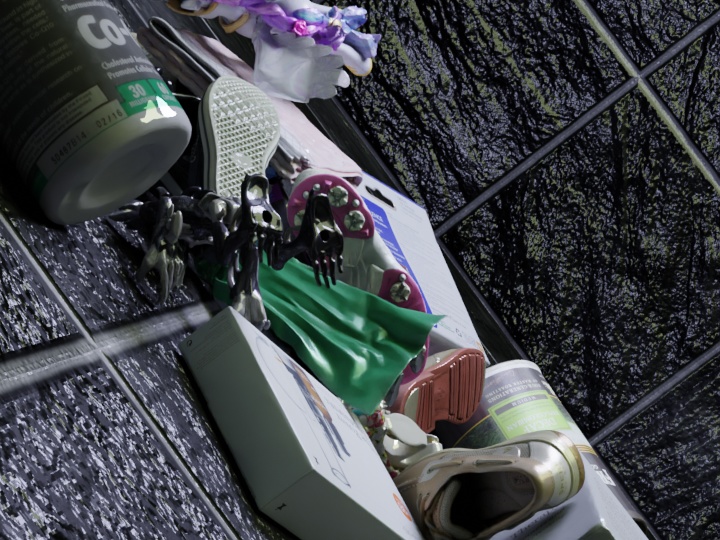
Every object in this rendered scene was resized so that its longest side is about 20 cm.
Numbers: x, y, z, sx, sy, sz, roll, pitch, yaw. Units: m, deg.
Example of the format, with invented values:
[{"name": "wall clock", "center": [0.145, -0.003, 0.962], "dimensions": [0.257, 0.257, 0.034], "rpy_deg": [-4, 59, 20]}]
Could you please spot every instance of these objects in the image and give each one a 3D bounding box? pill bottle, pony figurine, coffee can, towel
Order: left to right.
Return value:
[{"name": "pill bottle", "center": [-0.207, -0.140, 1.196], "dimensions": [0.201, 0.113, 0.113], "rpy_deg": [55, 7, 12]}, {"name": "towel", "center": [-0.095, -0.147, 1.647], "dimensions": [0.200, 0.032, 0.191], "rpy_deg": [44, 10, 12]}, {"name": "pony figurine", "center": [-0.067, -0.225, 1.650], "dimensions": [0.192, 0.168, 0.200], "rpy_deg": [6, -5, 30]}, {"name": "coffee can", "center": [0.166, 0.211, 1.800], "dimensions": [0.201, 0.146, 0.146], "rpy_deg": [56, 8, 30]}]

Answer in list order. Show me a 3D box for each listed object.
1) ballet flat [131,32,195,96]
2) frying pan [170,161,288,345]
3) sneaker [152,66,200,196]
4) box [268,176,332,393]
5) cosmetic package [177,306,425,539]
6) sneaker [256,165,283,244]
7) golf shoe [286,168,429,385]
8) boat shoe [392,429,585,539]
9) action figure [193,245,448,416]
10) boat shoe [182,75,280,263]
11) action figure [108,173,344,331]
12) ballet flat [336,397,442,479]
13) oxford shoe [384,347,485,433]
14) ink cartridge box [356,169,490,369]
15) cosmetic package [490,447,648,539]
[{"name": "ballet flat", "center": [-0.163, -0.152, 1.662], "dimensions": [0.200, 0.067, 0.062], "rpy_deg": [52, -24, 17]}, {"name": "frying pan", "center": [-0.106, -0.004, 1.506], "dimensions": [0.190, 0.031, 0.115], "rpy_deg": [49, 9, -41]}, {"name": "sneaker", "center": [-0.141, -0.099, 1.547], "dimensions": [0.200, 0.083, 0.072], "rpy_deg": [46, 10, -47]}, {"name": "box", "center": [-0.039, 0.033, 1.582], "dimensions": [0.143, 0.036, 0.201], "rpy_deg": [64, 4, -45]}, {"name": "cosmetic package", "center": [-0.034, 0.131, 1.280], "dimensions": [0.200, 0.051, 0.151], "rpy_deg": [45, 13, -52]}, {"name": "sneaker", "center": [-0.093, -0.074, 1.708], "dimensions": [0.201, 0.090, 0.078], "rpy_deg": [52, 7, -5]}, {"name": "golf shoe", "center": [0.000, 0.000, 1.530], "dimensions": [0.092, 0.075, 0.201], "rpy_deg": [-116, -178, -71]}, {"name": "boat shoe", "center": [0.071, 0.169, 1.340], "dimensions": [0.065, 0.199, 0.073], "rpy_deg": [-22, 89, -49]}, {"name": "action figure", "center": [-0.046, 0.033, 1.433], "dimensions": [0.199, 0.118, 0.055], "rpy_deg": [29, -42, 17]}, {"name": "boat shoe", "center": [-0.107, -0.084, 1.474], "dimensions": [0.074, 0.062, 0.201], "rpy_deg": [23, 39, -21]}, {"name": "action figure", "center": [-0.105, -0.012, 1.302], "dimensions": [0.118, 0.103, 0.199], "rpy_deg": [14, -11, -35]}, {"name": "ballet flat", "center": [0.032, 0.153, 1.516], "dimensions": [0.200, 0.063, 0.076], "rpy_deg": [38, 40, -59]}, {"name": "oxford shoe", "center": [0.054, 0.105, 1.674], "dimensions": [0.200, 0.073, 0.072], "rpy_deg": [-9, 104, -61]}, {"name": "ink cartridge box", "center": [0.030, -0.005, 1.783], "dimensions": [0.197, 0.047, 0.201], "rpy_deg": [28, 30, -49]}, {"name": "cosmetic package", "center": [0.150, 0.263, 1.353], "dimensions": [0.167, 0.167, 0.200], "rpy_deg": [52, 6, -8]}]
